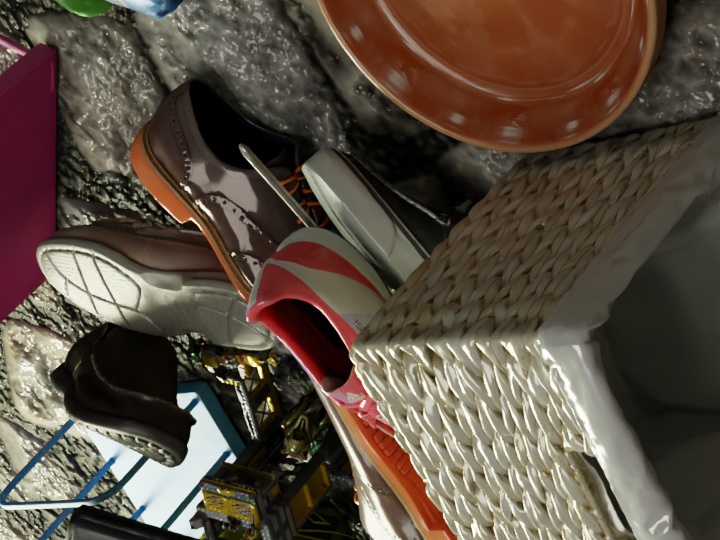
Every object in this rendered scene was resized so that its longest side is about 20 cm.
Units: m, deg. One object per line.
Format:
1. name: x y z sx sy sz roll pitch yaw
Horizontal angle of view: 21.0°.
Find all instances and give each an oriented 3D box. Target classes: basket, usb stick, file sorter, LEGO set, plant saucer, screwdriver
1. basket: 0.133 0.056 0.972 0.160 0.200 0.199 -7 121 44
2. usb stick: -0.097 0.197 1.255 0.199 0.033 0.056 16 136 2
3. file sorter: -0.141 0.198 1.374 0.138 0.123 0.201 -7 121 42
4. LEGO set: -0.033 0.116 1.217 0.199 0.116 0.154 17 135 26
5. plant saucer: 0.061 -0.151 0.971 0.199 0.032 0.201 21 135 22
6. file sorter: -0.286 -0.056 1.248 0.125 0.139 0.201 28 138 17
7. screwdriver: 0.000 0.000 1.086 0.200 0.029 0.028 54 170 -18

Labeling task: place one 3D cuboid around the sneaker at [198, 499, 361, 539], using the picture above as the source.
1. sneaker: -0.015 0.201 1.320 0.199 0.085 0.074 31 136 -18

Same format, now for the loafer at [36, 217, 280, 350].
1. loafer: -0.116 0.001 1.231 0.199 0.063 0.072 13 138 34

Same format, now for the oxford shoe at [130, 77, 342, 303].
1. oxford shoe: -0.048 -0.029 1.139 0.200 0.071 0.073 41 134 0

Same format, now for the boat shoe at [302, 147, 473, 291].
1. boat shoe: 0.052 -0.005 1.088 0.200 0.064 0.071 45 173 -12

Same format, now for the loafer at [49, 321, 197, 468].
1. loafer: -0.152 0.069 1.254 0.073 0.072 0.200 29 178 -26

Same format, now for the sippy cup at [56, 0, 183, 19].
1. sippy cup: -0.136 -0.203 1.015 0.130 0.178 0.140 28 96 -1

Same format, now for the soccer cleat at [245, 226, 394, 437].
1. soccer cleat: 0.020 0.065 1.051 0.200 0.073 0.068 44 129 -4

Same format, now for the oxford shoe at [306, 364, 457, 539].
1. oxford shoe: 0.013 0.114 1.121 0.073 0.071 0.201 -30 92 42
